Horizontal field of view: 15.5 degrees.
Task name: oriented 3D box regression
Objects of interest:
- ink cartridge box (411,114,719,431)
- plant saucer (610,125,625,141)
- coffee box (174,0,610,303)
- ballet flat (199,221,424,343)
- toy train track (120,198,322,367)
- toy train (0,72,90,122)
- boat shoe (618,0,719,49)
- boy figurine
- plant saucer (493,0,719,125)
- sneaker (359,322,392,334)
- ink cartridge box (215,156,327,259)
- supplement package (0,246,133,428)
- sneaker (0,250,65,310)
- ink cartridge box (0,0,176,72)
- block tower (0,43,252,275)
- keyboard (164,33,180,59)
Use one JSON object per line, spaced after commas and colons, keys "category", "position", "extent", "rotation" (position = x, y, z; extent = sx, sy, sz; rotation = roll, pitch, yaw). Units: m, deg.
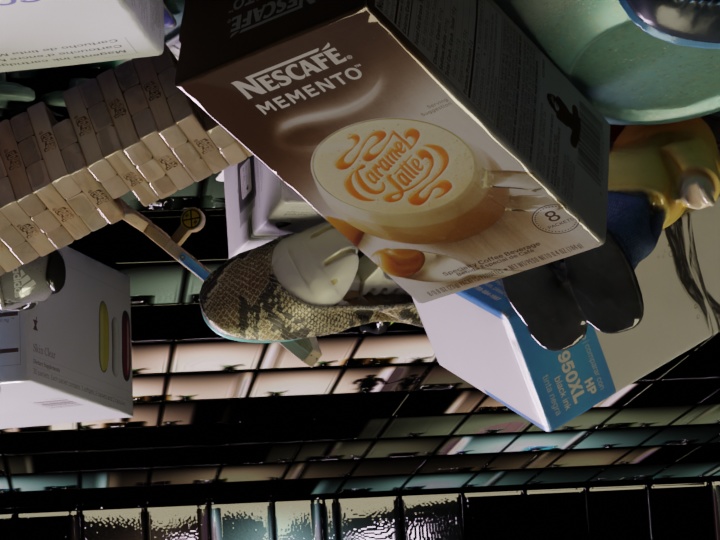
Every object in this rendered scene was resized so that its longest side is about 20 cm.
{"category": "ink cartridge box", "position": [0.144, -0.007, 1.523], "extent": [0.200, 0.084, 0.145], "rotation": [-29, -156, -15]}
{"category": "plant saucer", "position": [0.094, -0.111, 1.432], "extent": [0.199, 0.037, 0.200], "rotation": [0, 168, -11]}
{"category": "coffee box", "position": [0.018, -0.079, 1.252], "extent": [0.114, 0.080, 0.200], "rotation": [-20, 137, 32]}
{"category": "ballet flat", "position": [0.000, 0.000, 1.574], "extent": [0.200, 0.068, 0.075], "rotation": [-1, 147, -36]}
{"category": "toy train track", "position": [-0.097, -0.015, 1.614], "extent": [0.200, 0.033, 0.115], "rotation": [39, 180, 17]}
{"category": "toy train", "position": [-0.218, -0.067, 1.466], "extent": [0.200, 0.086, 0.114], "rotation": [2, 180, -32]}
{"category": "boat shoe", "position": [0.204, -0.155, 1.188], "extent": [0.200, 0.084, 0.069], "rotation": [-18, 160, -28]}
{"category": "boy figurine", "position": [0.135, -0.031, 1.380], "extent": [0.124, 0.065, 0.200], "rotation": [-20, -166, 30]}
{"category": "plant saucer", "position": [0.150, -0.115, 1.296], "extent": [0.200, 0.039, 0.201], "rotation": [-5, 154, -2]}
{"category": "sneaker", "position": [0.028, 0.004, 1.855], "extent": [0.199, 0.083, 0.071], "rotation": [-2, 169, -6]}
{"category": "ink cartridge box", "position": [-0.015, -0.049, 1.621], "extent": [0.115, 0.067, 0.200], "rotation": [-1, 168, -14]}
{"category": "supplement package", "position": [-0.269, 0.046, 1.905], "extent": [0.155, 0.111, 0.200], "rotation": [-6, 169, 15]}
{"category": "sneaker", "position": [-0.215, 0.006, 1.439], "extent": [0.115, 0.075, 0.200], "rotation": [-1, -159, -13]}
{"category": "ink cartridge box", "position": [-0.200, -0.122, 1.282], "extent": [0.196, 0.043, 0.200], "rotation": [-5, 167, 7]}
{"category": "block tower", "position": [-0.137, -0.060, 1.363], "extent": [0.200, 0.054, 0.058], "rotation": [-27, 145, 6]}
{"category": "keyboard", "position": [-0.026, -0.066, 1.437], "extent": [0.200, 0.011, 0.056], "rotation": [35, 151, -17]}
